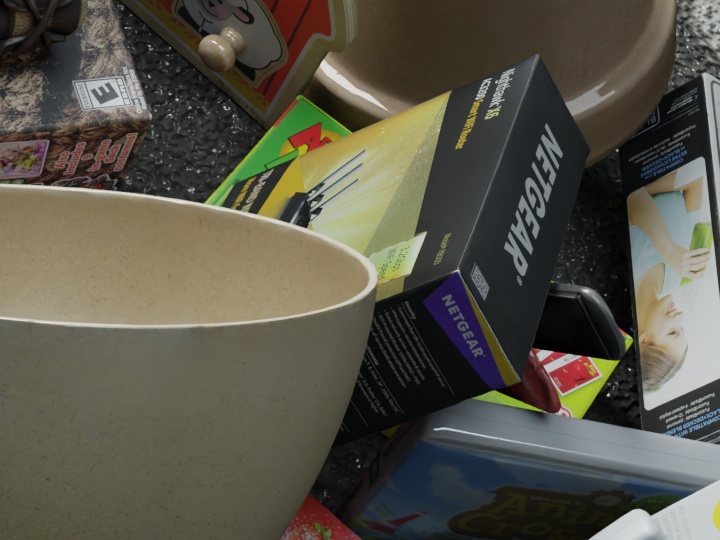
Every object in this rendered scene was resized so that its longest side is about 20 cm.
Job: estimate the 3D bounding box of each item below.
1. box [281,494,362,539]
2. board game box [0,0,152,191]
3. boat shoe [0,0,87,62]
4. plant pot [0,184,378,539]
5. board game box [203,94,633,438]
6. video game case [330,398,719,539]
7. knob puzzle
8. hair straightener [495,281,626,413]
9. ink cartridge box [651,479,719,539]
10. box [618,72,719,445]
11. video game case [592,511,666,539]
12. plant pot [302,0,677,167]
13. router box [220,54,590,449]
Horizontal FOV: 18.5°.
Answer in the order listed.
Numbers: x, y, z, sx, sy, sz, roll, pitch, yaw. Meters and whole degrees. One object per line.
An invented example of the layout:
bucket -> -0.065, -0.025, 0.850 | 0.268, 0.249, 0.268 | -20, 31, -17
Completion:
box -> -0.095, 0.113, 0.910 | 0.200, 0.095, 0.100 | 40, 54, 5
board game box -> -0.218, -0.096, 0.991 | 0.200, 0.097, 0.160 | -9, 63, -27
boat shoe -> -0.143, -0.126, 0.936 | 0.065, 0.072, 0.200 | 31, 47, 5
plant pot -> -0.099, 0.056, 0.721 | 0.200, 0.200, 0.135 | 0, 104, -22
board game box -> 0.019, 0.017, 1.047 | 0.200, 0.048, 0.102 | 37, 53, 2
video game case -> 0.089, 0.115, 0.929 | 0.200, 0.182, 0.022 | 12, 57, -15
knob puzzle -> -0.083, -0.167, 1.027 | 0.220, 0.220, 0.030 | 42, 58, 7
hair straightener -> 0.053, 0.012, 0.924 | 0.077, 0.200, 0.041 | -36, 107, -17
ink cartridge box -> 0.172, 0.137, 0.892 | 0.198, 0.200, 0.047 | 30, 35, -46
box -> 0.190, 0.017, 1.084 | 0.117, 0.060, 0.200 | 28, 49, -36
video game case -> 0.070, 0.209, 0.817 | 0.182, 0.200, 0.022 | 53, 5, -22
plant pot -> 0.056, -0.169, 1.065 | 0.200, 0.175, 0.200 | -2, 50, 3
router box -> 0.000, 0.000, 0.884 | 0.052, 0.157, 0.200 | 60, 24, -19
